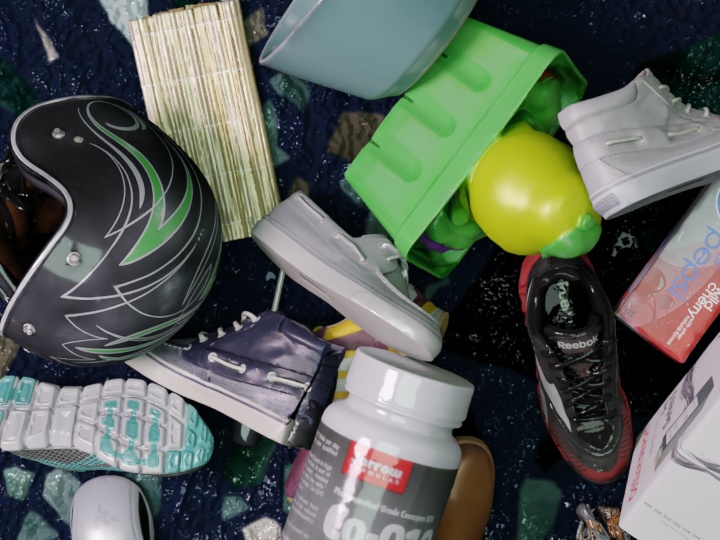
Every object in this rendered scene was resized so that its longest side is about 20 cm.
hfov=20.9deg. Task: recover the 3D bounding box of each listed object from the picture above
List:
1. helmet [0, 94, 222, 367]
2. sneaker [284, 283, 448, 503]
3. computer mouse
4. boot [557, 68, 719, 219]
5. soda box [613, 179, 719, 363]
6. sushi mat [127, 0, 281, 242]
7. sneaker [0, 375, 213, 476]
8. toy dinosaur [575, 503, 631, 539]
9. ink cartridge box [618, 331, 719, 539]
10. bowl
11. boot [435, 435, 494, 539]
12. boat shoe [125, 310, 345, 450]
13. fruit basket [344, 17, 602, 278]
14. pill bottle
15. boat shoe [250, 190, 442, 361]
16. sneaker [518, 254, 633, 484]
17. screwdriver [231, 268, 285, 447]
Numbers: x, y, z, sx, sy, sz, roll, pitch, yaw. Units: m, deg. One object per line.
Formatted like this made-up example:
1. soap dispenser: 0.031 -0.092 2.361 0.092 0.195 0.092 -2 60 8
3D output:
1. helmet: -0.205 -0.021 1.532 0.200 0.200 0.191 -31 68 4
2. sneaker: -0.015 0.094 1.591 0.090 0.075 0.200 35 87 12
3. computer mouse: -0.204 0.271 1.616 0.109 0.044 0.200 -9 90 5
4. boot: 0.240 -0.111 1.467 0.200 0.074 0.096 -19 82 -33
5. soda box: 0.287 -0.025 1.563 0.070 0.063 0.200 36 94 3
6. sushi mat: -0.127 -0.121 1.618 0.095 0.012 0.200 -12 90 7
7. sneaker: -0.211 0.131 1.592 0.200 0.091 0.078 9 71 12
8. toy dinosaur: 0.162 0.287 1.569 0.135 0.102 0.200 10 70 -12
9. ink cartridge box: 0.289 0.115 1.490 0.084 0.146 0.200 33 117 -1
10. bowl: 0.021 -0.212 1.527 0.105 0.201 0.201 36 94 -12
11. boot: 0.070 0.239 1.532 0.077 0.155 0.200 25 94 -16
12. boat shoe: -0.101 0.067 1.572 0.200 0.075 0.093 24 90 26
13. fruit basket: 0.115 -0.075 1.528 0.215 0.155 0.216 -2 81 16
14. pill bottle: 0.011 0.167 1.498 0.114 0.114 0.200 19 95 4
15. boat shoe: 0.000 0.000 1.546 0.069 0.072 0.200 -49 50 -10
16. sneaker: 0.173 0.077 1.558 0.071 0.098 0.201 -13 91 3
17. screwdriver: -0.075 0.048 1.611 0.028 0.029 0.200 12 93 4
